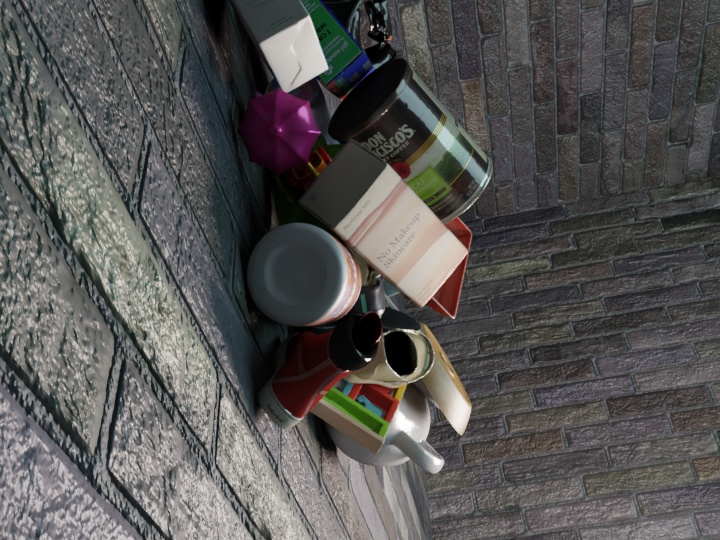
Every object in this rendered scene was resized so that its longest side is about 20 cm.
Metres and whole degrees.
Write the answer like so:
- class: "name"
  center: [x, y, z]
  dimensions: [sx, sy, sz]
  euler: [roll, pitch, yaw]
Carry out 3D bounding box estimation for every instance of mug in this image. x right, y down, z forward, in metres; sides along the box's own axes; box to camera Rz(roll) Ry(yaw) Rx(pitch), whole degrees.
- class: "mug"
  center: [0.039, 0.226, 1.186]
  dimensions: [0.200, 0.148, 0.175]
  euler: [37, -4, 20]

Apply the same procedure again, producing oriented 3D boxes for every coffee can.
- class: "coffee can"
  center: [0.073, -0.179, 1.159]
  dimensions: [0.200, 0.146, 0.147]
  euler: [43, 24, -25]

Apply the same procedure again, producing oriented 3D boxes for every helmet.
- class: "helmet"
  center: [-0.043, -0.432, 1.444]
  dimensions: [0.200, 0.190, 0.201]
  euler: [-25, 124, -45]

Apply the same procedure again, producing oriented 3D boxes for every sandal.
- class: "sandal"
  center: [-0.009, 0.079, 1.118]
  dimensions: [0.075, 0.200, 0.048]
  euler: [49, -53, 49]

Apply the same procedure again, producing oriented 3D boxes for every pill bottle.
- class: "pill bottle"
  center: [-0.058, 0.009, 0.958]
  dimensions: [0.200, 0.112, 0.113]
  euler: [22, 58, -83]

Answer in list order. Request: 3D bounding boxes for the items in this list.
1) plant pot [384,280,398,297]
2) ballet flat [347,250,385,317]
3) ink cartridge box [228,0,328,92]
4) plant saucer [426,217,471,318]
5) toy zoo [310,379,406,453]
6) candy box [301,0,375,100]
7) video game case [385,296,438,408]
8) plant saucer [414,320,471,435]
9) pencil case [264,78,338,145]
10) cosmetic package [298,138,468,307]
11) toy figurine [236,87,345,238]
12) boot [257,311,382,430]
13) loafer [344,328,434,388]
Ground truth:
- class: "plant pot"
  center: [0.005, -0.075, 1.382]
  dimensions: [0.196, 0.196, 0.201]
  euler: [-86, 152, -67]
- class: "ballet flat"
  center: [0.000, 0.000, 1.134]
  dimensions: [0.200, 0.073, 0.073]
  euler: [-100, 177, -62]
- class: "ink cartridge box"
  center: [-0.120, -0.325, 0.957]
  dimensions: [0.201, 0.067, 0.116]
  euler: [60, -1, 19]
- class: "plant saucer"
  center: [0.088, -0.051, 1.253]
  dimensions: [0.200, 0.037, 0.200]
  euler: [43, 42, -24]
- class: "toy zoo"
  center: [-0.009, 0.146, 1.055]
  dimensions: [0.021, 0.131, 0.200]
  euler: [-58, 178, 23]
- class: "candy box"
  center: [-0.075, -0.341, 1.132]
  dimensions: [0.200, 0.077, 0.169]
  euler: [48, 7, 0]
- class: "video game case"
  center: [0.065, 0.110, 1.261]
  dimensions: [0.183, 0.023, 0.200]
  euler: [63, 7, 31]
- class: "plant saucer"
  center: [0.116, 0.149, 1.215]
  dimensions: [0.201, 0.035, 0.200]
  euler: [58, 6, -10]
- class: "pencil case"
  center: [-0.083, -0.208, 1.224]
  dimensions: [0.091, 0.083, 0.200]
  euler: [-55, 155, -20]
- class: "cosmetic package"
  center: [0.033, -0.053, 0.991]
  dimensions: [0.200, 0.103, 0.087]
  euler: [39, 1, -43]
- class: "toy figurine"
  center: [-0.086, -0.160, 1.009]
  dimensions: [0.200, 0.150, 0.184]
  euler: [57, 2, 35]
- class: "boot"
  center: [-0.030, 0.087, 0.905]
  dimensions: [0.072, 0.144, 0.200]
  euler: [49, 11, -8]
- class: "loafer"
  center: [0.048, 0.112, 1.034]
  dimensions: [0.200, 0.068, 0.076]
  euler: [2, 77, -57]
